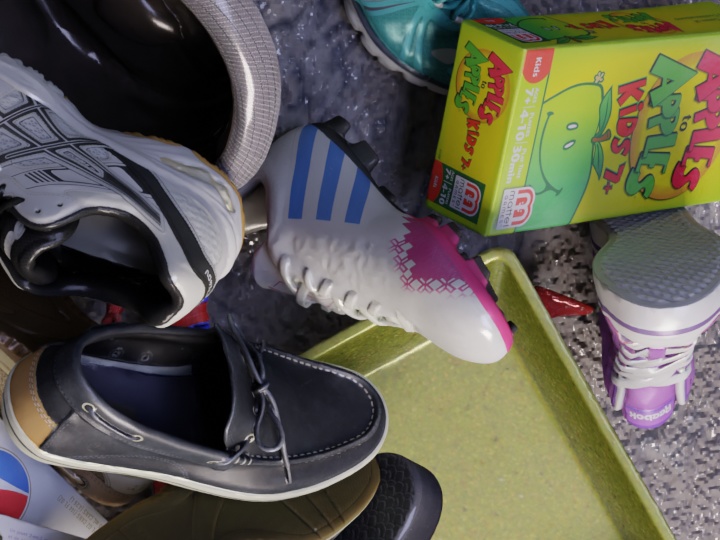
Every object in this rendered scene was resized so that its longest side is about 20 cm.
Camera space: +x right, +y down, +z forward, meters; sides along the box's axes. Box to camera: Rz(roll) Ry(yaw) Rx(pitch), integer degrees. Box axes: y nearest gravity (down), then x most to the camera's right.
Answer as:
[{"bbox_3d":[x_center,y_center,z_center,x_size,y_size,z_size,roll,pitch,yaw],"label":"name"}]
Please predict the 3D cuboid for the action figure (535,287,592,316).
[{"bbox_3d":[0.095,0.117,1.450,0.099,0.065,0.200,20,87,-23],"label":"action figure"}]

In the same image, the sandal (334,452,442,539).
[{"bbox_3d":[-0.018,0.184,1.333,0.043,0.076,0.200,31,99,-38],"label":"sandal"}]

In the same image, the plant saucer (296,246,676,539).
[{"bbox_3d":[0.038,0.116,1.373,0.200,0.048,0.200,-29,92,9],"label":"plant saucer"}]

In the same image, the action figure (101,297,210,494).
[{"bbox_3d":[-0.090,0.045,1.311,0.065,0.099,0.200,-3,93,6],"label":"action figure"}]

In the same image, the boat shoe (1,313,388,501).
[{"bbox_3d":[-0.065,0.061,1.233,0.200,0.062,0.075,8,59,-35],"label":"boat shoe"}]

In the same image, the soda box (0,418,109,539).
[{"bbox_3d":[-0.208,0.078,1.265,0.064,0.068,0.200,-49,119,-12],"label":"soda box"}]

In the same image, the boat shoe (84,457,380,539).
[{"bbox_3d":[-0.073,0.131,1.271,0.072,0.066,0.201,47,44,13],"label":"boat shoe"}]

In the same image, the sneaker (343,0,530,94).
[{"bbox_3d":[0.025,-0.155,1.366,0.200,0.080,0.078,41,76,-30],"label":"sneaker"}]

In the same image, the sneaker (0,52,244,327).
[{"bbox_3d":[-0.152,-0.038,1.208,0.200,0.088,0.076,19,126,2],"label":"sneaker"}]

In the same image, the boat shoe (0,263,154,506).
[{"bbox_3d":[-0.170,0.031,1.267,0.200,0.065,0.071,47,43,1],"label":"boat shoe"}]

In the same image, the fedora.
[{"bbox_3d":[-0.123,-0.118,1.255,0.200,0.177,0.090,28,39,-5],"label":"fedora"}]

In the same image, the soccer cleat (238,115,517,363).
[{"bbox_3d":[0.000,0.000,1.314,0.086,0.200,0.070,-35,131,-8],"label":"soccer cleat"}]

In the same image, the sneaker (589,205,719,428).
[{"bbox_3d":[0.159,0.036,1.418,0.073,0.200,0.114,-2,102,4],"label":"sneaker"}]

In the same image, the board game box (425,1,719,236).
[{"bbox_3d":[0.128,-0.082,1.421,0.200,0.048,0.102,-9,117,-43],"label":"board game box"}]

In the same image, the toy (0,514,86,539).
[{"bbox_3d":[-0.204,0.206,1.236,0.115,0.047,0.200,20,76,-22],"label":"toy"}]
